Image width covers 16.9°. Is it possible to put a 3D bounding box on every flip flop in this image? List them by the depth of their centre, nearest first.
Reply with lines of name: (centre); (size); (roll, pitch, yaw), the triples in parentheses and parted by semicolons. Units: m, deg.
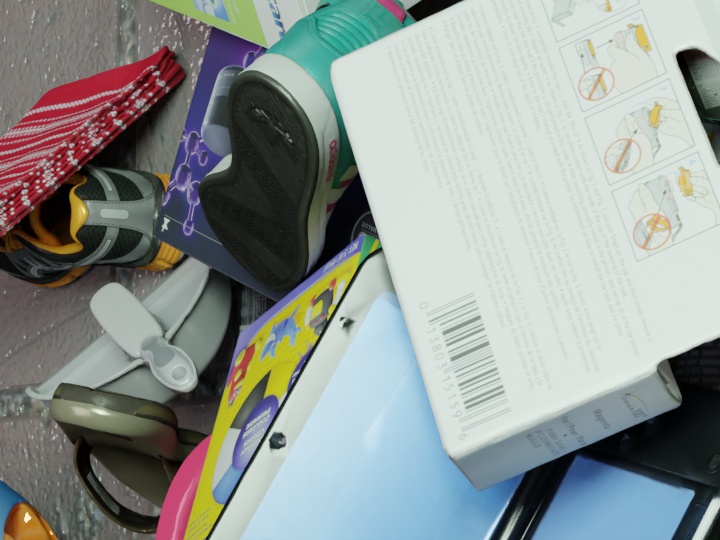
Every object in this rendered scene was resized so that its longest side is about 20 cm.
flip flop: (-0.118, 0.109, 1.302); (0.081, 0.200, 0.058); (5, 74, 12)

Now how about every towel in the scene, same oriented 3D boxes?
towel: (-0.206, -0.063, 1.447); (0.144, 0.200, 0.023); (-14, 115, 46)

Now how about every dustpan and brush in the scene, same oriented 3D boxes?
dustpan and brush: (-0.115, 0.042, 1.327); (0.139, 0.057, 0.200); (-41, 31, -6)

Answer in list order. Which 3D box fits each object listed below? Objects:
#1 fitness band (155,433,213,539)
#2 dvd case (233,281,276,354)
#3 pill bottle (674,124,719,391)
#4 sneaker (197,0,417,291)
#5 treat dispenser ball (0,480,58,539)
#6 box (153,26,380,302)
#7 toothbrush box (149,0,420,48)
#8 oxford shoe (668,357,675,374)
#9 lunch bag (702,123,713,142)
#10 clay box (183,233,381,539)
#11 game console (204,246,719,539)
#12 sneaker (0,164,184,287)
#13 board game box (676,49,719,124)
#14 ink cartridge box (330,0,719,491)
fitness band: (-0.046, 0.175, 1.223); (0.143, 0.037, 0.201); (-19, 69, 41)
dvd case: (0.000, 0.000, 1.314); (0.199, 0.016, 0.150); (-10, 76, 47)
pill bottle: (0.190, 0.035, 1.024); (0.115, 0.115, 0.202); (-1, 84, 48)
sneaker: (-0.011, -0.073, 1.160); (0.084, 0.121, 0.200); (45, 157, 9)
treat dispenser ball: (-0.266, 0.212, 1.440); (0.200, 0.200, 0.202); (-9, 77, 47)
box: (-0.007, -0.049, 1.264); (0.200, 0.079, 0.142); (25, 105, 46)
toothbrush box: (-0.039, -0.199, 1.280); (0.200, 0.145, 0.086); (24, 141, 47)
oxford shoe: (0.116, 0.049, 1.140); (0.071, 0.071, 0.201); (-38, 60, 35)
lunch bag: (0.146, -0.164, 1.108); (0.200, 0.127, 0.170); (46, 115, 24)
clay box: (-0.031, 0.092, 1.114); (0.115, 0.047, 0.201); (-38, 28, 44)
game console: (0.041, 0.107, 0.975); (0.201, 0.116, 0.176); (-61, 28, -9)
sneaker: (-0.187, -0.034, 1.481); (0.199, 0.077, 0.079); (-7, 81, 49)
board game box: (0.147, -0.113, 1.004); (0.199, 0.023, 0.106); (12, 95, 41)
ink cartridge box: (0.092, -0.034, 0.983); (0.173, 0.044, 0.201); (-23, 58, 11)
